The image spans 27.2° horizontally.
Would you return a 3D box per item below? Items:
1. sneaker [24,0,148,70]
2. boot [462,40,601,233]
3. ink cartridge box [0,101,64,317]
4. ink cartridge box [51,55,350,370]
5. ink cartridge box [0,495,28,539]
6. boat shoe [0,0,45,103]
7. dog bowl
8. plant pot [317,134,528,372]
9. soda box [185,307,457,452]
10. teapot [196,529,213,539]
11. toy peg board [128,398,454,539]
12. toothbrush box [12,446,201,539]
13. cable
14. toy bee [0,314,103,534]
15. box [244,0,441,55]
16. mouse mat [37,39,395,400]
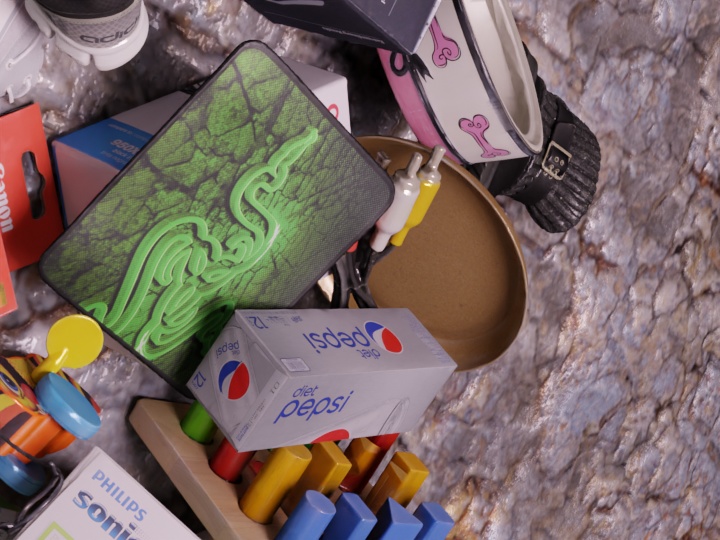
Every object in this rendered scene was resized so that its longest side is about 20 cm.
[{"bbox_3d":[-0.186,-0.202,0.805,0.200,0.087,0.074,47,68,-2],"label":"sneaker"},{"bbox_3d":[0.120,-0.069,1.243,0.213,0.079,0.158,-58,137,-14],"label":"boot"},{"bbox_3d":[-0.255,-0.017,0.890,0.199,0.050,0.110,-28,124,-36],"label":"ink cartridge box"},{"bbox_3d":[-0.098,-0.046,1.018,0.199,0.084,0.146,-28,126,-37],"label":"ink cartridge box"},{"bbox_3d":[-0.308,0.168,0.900,0.199,0.059,0.105,28,84,-48],"label":"ink cartridge box"},{"bbox_3d":[-0.215,-0.138,0.879,0.069,0.071,0.202,44,63,-43],"label":"boat shoe"},{"bbox_3d":[0.066,-0.168,1.088,0.202,0.073,0.201,-90,154,-48],"label":"dog bowl"},{"bbox_3d":[0.040,-0.015,1.098,0.027,0.198,0.202,-44,133,-41],"label":"plant pot"},{"bbox_3d":[-0.021,0.071,1.007,0.199,0.064,0.069,2,129,-55],"label":"soda box"},{"bbox_3d":[-0.088,0.283,1.118,0.198,0.146,0.200,-19,81,-13],"label":"teapot"},{"bbox_3d":[-0.027,0.138,1.065,0.199,0.199,0.098,14,114,-48],"label":"toy peg board"},{"bbox_3d":[-0.142,0.200,0.948,0.145,0.200,0.086,42,73,1],"label":"toothbrush box"},{"bbox_3d":[0.000,0.000,1.041,0.096,0.050,0.202,-14,130,-33],"label":"cable"},{"bbox_3d":[-0.211,0.075,0.907,0.109,0.200,0.131,47,71,-7],"label":"toy bee"},{"bbox_3d":[-0.048,-0.238,0.952,0.199,0.147,0.105,31,82,-49],"label":"box"},{"bbox_3d":[-0.086,-0.027,0.941,0.200,0.008,0.161,-46,125,2],"label":"mouse mat"}]
